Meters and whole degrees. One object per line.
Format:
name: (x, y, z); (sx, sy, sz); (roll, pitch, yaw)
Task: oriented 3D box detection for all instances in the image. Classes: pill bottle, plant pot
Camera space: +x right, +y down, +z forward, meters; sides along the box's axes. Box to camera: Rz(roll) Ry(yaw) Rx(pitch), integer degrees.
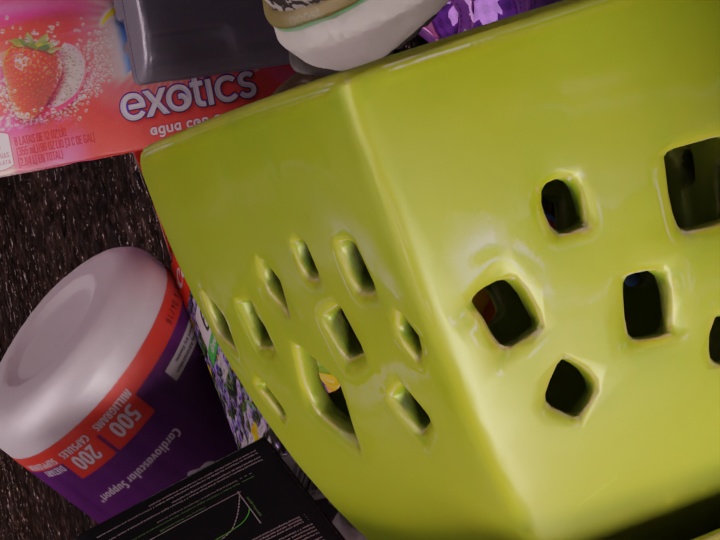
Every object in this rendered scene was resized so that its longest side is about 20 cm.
pill bottle: (-0.070, 0.087, 1.133); (0.200, 0.113, 0.112); (40, 172, -21)
plant pot: (0.071, 0.012, 0.721); (0.200, 0.198, 0.183); (-11, 97, 69)

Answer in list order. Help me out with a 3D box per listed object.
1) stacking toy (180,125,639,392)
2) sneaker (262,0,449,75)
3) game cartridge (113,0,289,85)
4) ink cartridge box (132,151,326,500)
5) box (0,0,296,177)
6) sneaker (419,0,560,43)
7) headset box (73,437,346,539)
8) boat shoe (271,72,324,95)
stacking toy: (0.000, 0.000, 0.860); (0.110, 0.200, 0.116); (-55, 46, 4)
sneaker: (0.014, -0.126, 0.692); (0.200, 0.088, 0.077); (-32, 40, 43)
game cartridge: (-0.051, -0.186, 1.021); (0.042, 0.132, 0.201); (166, 93, -70)
ink cartridge box: (-0.022, 0.001, 1.076); (0.050, 0.108, 0.201); (108, 146, -53)
box: (-0.096, -0.104, 1.089); (0.103, 0.199, 0.095); (-176, 74, -70)
sneaker: (0.022, -0.122, 0.925); (0.081, 0.088, 0.201); (105, 146, -48)
headset box: (-0.014, 0.196, 0.944); (0.200, 0.092, 0.175); (46, 160, 54)
boat shoe: (0.031, -0.004, 1.010); (0.200, 0.072, 0.068); (54, -175, 32)
